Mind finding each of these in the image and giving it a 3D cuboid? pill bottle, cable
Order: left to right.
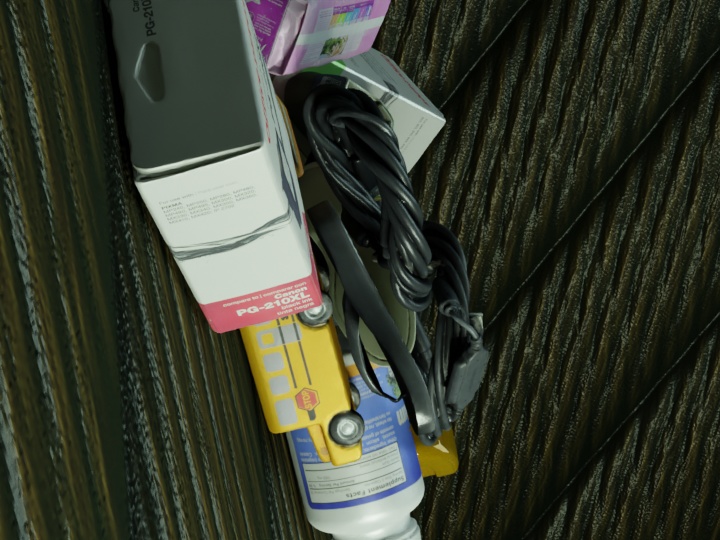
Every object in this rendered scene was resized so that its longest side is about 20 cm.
[{"bbox_3d":[-0.005,0.164,1.344,0.112,0.111,0.203,-87,163,-82],"label":"pill bottle"},{"bbox_3d":[0.008,-0.056,1.182,0.201,0.050,0.164,82,-16,-62],"label":"cable"},{"bbox_3d":[0.055,0.056,1.317,0.201,0.050,0.164,100,-26,-48],"label":"cable"}]

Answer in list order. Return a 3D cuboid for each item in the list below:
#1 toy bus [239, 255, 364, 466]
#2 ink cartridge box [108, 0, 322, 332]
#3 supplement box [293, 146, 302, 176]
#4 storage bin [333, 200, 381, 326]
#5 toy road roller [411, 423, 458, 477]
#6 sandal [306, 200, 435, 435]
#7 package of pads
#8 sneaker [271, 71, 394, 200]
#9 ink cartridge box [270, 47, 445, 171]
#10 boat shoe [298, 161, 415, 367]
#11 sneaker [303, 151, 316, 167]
[{"bbox_3d":[-0.052,0.060,1.223,0.065,0.077,0.202,-101,176,-70],"label":"toy bus"},{"bbox_3d":[-0.090,-0.074,0.979,0.201,0.083,0.146,73,4,-60],"label":"ink cartridge box"},{"bbox_3d":[-0.091,-0.108,1.212,0.200,0.066,0.070,2,74,-88],"label":"supplement box"},{"bbox_3d":[-0.033,-0.037,1.571,0.201,0.133,0.147,-102,178,-49],"label":"storage bin"},{"bbox_3d":[0.017,0.155,1.508,0.201,0.144,0.124,73,3,-54],"label":"toy road roller"},{"bbox_3d":[0.002,0.043,1.208,0.202,0.042,0.076,62,-4,-2],"label":"sandal"},{"bbox_3d":[-0.064,-0.224,1.257,0.200,0.120,0.076,-33,147,-64],"label":"package of pads"},{"bbox_3d":[-0.002,-0.125,1.450,0.200,0.089,0.068,42,57,-47],"label":"sneaker"},{"bbox_3d":[-0.029,-0.193,1.563,0.199,0.084,0.146,23,21,-41],"label":"ink cartridge box"},{"bbox_3d":[-0.002,0.001,1.317,0.200,0.074,0.066,58,2,24],"label":"boat shoe"},{"bbox_3d":[-0.041,-0.022,1.400,0.089,0.073,0.202,-55,160,-73],"label":"sneaker"}]
